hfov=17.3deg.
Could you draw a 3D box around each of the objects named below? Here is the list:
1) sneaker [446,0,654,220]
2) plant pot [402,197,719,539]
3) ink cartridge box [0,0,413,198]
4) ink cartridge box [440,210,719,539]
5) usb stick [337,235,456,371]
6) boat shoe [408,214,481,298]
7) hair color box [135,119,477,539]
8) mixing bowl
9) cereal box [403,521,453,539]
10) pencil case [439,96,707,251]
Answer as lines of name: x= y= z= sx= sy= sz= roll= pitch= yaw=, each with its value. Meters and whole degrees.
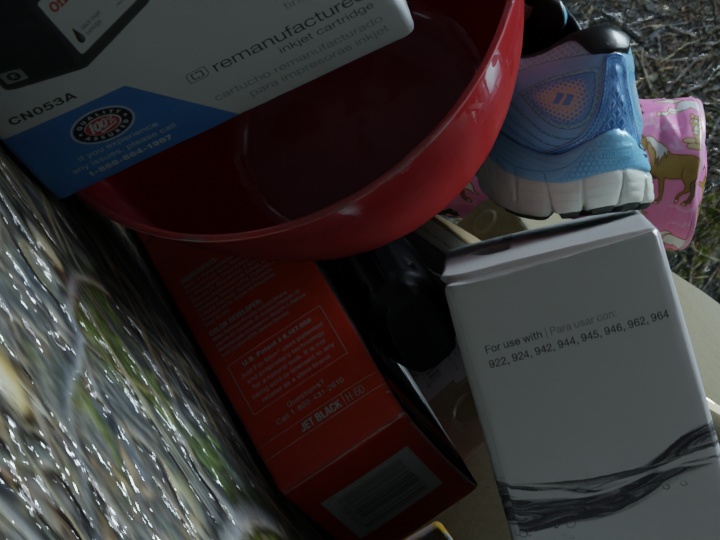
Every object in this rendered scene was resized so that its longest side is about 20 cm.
sneaker: x=0.058 y=-0.087 z=0.983 sx=0.200 sy=0.078 sz=0.090 roll=28 pitch=-60 yaw=54
plant pot: x=0.087 y=0.086 z=1.117 sx=0.177 sy=0.200 sz=0.200 roll=41 pitch=12 yaw=-34
ink cartridge box: x=-0.088 y=-0.128 z=0.761 sx=0.200 sy=0.145 sz=0.084 roll=52 pitch=17 yaw=-56
ink cartridge box: x=0.097 y=0.082 z=0.917 sx=0.146 sy=0.084 sz=0.200 roll=-62 pitch=137 yaw=-84
usb stick: x=-0.010 y=-0.035 z=0.993 sx=0.200 sy=0.033 sz=0.055 roll=61 pitch=-2 yaw=46
boat shoe: x=0.000 y=0.000 z=1.080 sx=0.072 sy=0.065 sz=0.200 roll=35 pitch=-10 yaw=-33
hair color box: x=-0.035 y=0.014 z=0.982 sx=0.200 sy=0.061 sz=0.102 roll=58 pitch=4 yaw=29
mixing bowl: x=-0.017 y=-0.080 z=0.896 sx=0.200 sy=0.200 sz=0.108 roll=59 pitch=7 yaw=33
cereal box: x=0.055 y=0.180 z=0.899 sx=0.144 sy=0.040 sz=0.200 roll=57 pitch=3 yaw=-4
pencil case: x=0.076 y=-0.055 z=1.185 sx=0.087 sy=0.200 sz=0.083 roll=-84 pitch=178 yaw=-58
